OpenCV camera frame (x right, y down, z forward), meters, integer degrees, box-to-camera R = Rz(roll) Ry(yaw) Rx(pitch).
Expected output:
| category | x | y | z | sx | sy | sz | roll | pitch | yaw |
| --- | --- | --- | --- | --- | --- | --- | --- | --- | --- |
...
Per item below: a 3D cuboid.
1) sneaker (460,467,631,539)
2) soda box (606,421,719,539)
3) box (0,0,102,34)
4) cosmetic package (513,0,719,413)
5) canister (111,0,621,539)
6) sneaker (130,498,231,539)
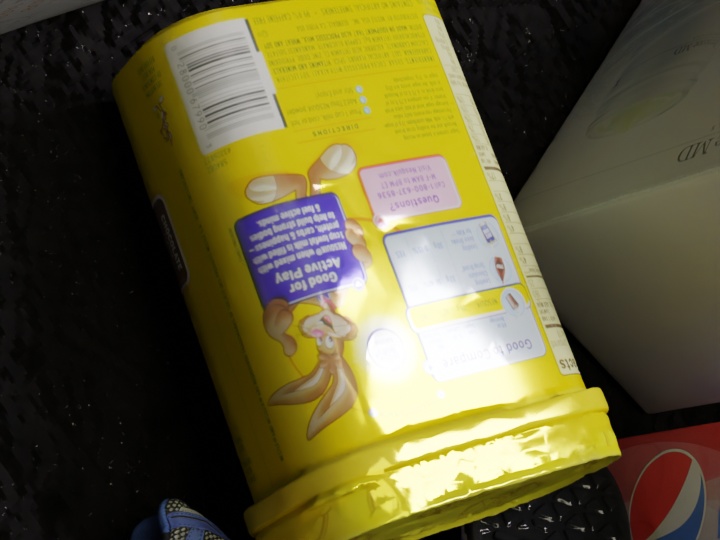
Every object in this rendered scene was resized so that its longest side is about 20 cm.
| category | x | y | z | sx | sy | sz | roll | pitch | yaw |
| --- | --- | --- | --- | --- | --- | --- | --- | --- | --- |
| sneaker | 0.067 | 0.162 | 0.827 | 0.071 | 0.083 | 0.201 | 10 | 49 | -8 |
| soda box | 0.168 | 0.098 | 0.820 | 0.063 | 0.199 | 0.071 | 14 | 72 | -28 |
| box | -0.124 | -0.144 | 0.726 | 0.199 | 0.124 | 0.098 | -25 | 93 | -34 |
| cosmetic package | 0.191 | -0.061 | 0.867 | 0.123 | 0.199 | 0.201 | 43 | 60 | -18 |
| canister | 0.000 | 0.000 | 0.782 | 0.148 | 0.086 | 0.202 | -11 | 75 | -35 |
| sneaker | -0.111 | 0.150 | 0.716 | 0.199 | 0.075 | 0.079 | -32 | 86 | -40 |
